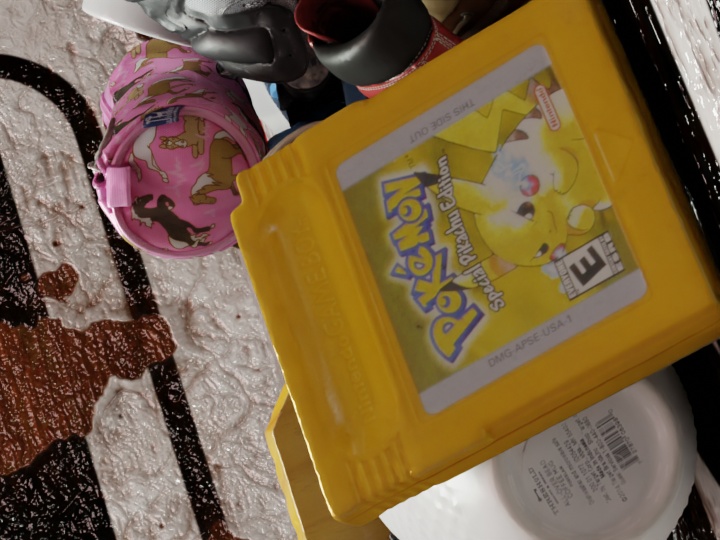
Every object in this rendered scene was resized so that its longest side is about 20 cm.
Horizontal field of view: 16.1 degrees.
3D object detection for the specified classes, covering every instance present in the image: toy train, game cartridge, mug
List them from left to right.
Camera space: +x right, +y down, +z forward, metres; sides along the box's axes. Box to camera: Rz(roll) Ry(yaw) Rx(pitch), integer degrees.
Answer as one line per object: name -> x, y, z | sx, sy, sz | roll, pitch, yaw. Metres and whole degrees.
toy train -> 0.003, -0.100, 1.440 | 0.200, 0.114, 0.087 | 63, -166, -79
game cartridge -> 0.046, -0.009, 1.118 | 0.032, 0.199, 0.177 | 28, -143, -59
mug -> 0.075, 0.056, 1.200 | 0.175, 0.147, 0.201 | -175, 67, -79

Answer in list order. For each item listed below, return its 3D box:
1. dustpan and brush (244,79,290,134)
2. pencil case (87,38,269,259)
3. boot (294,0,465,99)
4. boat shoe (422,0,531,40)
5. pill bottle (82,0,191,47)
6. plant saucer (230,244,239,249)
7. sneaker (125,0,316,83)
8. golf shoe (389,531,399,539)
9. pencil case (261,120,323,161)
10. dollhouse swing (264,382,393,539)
dustpan and brush -> -0.062, -0.160, 1.522 | 0.057, 0.199, 0.140 | -13, 64, 44
pencil case -> -0.096, -0.068, 1.351 | 0.087, 0.083, 0.200 | 49, -173, -15
boot -> 0.023, -0.092, 1.259 | 0.144, 0.073, 0.200 | 32, 171, -11
boat shoe -> 0.045, -0.148, 1.250 | 0.200, 0.073, 0.076 | 97, 155, -73
pill bottle -> -0.086, -0.226, 1.384 | 0.111, 0.111, 0.201 | -133, 58, -74
plant saucer -> 0.006, -0.028, 1.438 | 0.200, 0.199, 0.035 | 119, 157, -80
sneaker -> -0.038, -0.165, 1.275 | 0.114, 0.076, 0.200 | 45, 137, -16
golf shoe -> 0.067, 0.119, 1.445 | 0.073, 0.092, 0.201 | 165, 113, -71
pencil case -> 0.000, 0.000, 1.304 | 0.200, 0.089, 0.078 | 72, 175, -62
dollhouse swing -> 0.036, 0.128, 1.550 | 0.182, 0.175, 0.201 | 170, 82, -83
